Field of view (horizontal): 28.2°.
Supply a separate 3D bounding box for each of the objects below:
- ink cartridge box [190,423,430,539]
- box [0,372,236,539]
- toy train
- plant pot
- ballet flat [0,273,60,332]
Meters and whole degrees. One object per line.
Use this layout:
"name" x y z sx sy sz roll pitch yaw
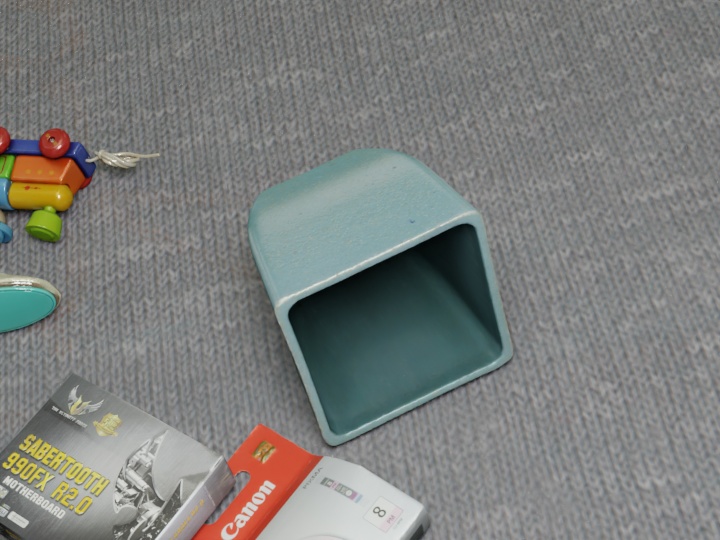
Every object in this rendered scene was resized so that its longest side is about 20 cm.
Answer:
"ink cartridge box" -0.065 0.228 1.256 0.200 0.057 0.163 30 64 23
"box" -0.238 0.199 1.302 0.200 0.048 0.158 24 62 31
"toy train" -0.320 -0.082 1.523 0.200 0.085 0.116 4 65 14
"plant pot" 0.000 0.000 1.333 0.196 0.196 0.200 -25 43 -8
"ballet flat" -0.405 0.035 1.459 0.200 0.068 0.062 -17 42 -2
